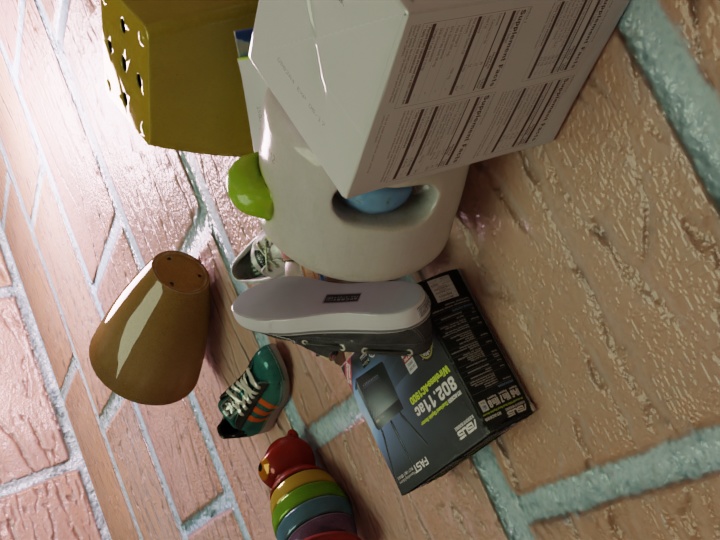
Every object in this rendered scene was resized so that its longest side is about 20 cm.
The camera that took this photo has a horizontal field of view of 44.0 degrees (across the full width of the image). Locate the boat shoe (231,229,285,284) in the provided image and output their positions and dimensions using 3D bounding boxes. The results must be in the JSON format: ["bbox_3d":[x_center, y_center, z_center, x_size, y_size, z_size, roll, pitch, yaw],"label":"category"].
[{"bbox_3d":[-0.100,-0.016,1.080,0.200,0.066,0.075,-36,74,59],"label":"boat shoe"}]

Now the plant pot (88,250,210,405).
[{"bbox_3d":[-0.312,0.074,1.394,0.187,0.184,0.202,53,131,30],"label":"plant pot"}]

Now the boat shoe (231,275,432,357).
[{"bbox_3d":[-0.025,0.049,0.810,0.196,0.070,0.067,-3,123,23],"label":"boat shoe"}]

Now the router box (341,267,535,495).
[{"bbox_3d":[0.067,0.115,0.871,0.152,0.061,0.200,62,148,18],"label":"router box"}]

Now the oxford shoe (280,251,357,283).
[{"bbox_3d":[0.000,0.000,0.896,0.198,0.070,0.076,-3,95,46],"label":"oxford shoe"}]

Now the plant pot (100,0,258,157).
[{"bbox_3d":[-0.185,-0.245,1.002,0.200,0.174,0.203,47,141,37],"label":"plant pot"}]

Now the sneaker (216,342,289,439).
[{"bbox_3d":[-0.155,0.181,1.257,0.072,0.079,0.202,55,145,28],"label":"sneaker"}]

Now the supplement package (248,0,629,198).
[{"bbox_3d":[0.051,-0.175,0.617,0.153,0.197,0.152,56,146,26],"label":"supplement package"}]

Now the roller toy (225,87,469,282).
[{"bbox_3d":[0.004,-0.098,0.756,0.181,0.200,0.141,29,133,19],"label":"roller toy"}]

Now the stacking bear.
[{"bbox_3d":[-0.075,0.304,1.161,0.201,0.112,0.123,60,140,42],"label":"stacking bear"}]

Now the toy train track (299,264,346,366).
[{"bbox_3d":[-0.050,0.026,0.869,0.113,0.033,0.202,21,141,34],"label":"toy train track"}]

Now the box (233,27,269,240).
[{"bbox_3d":[-0.053,-0.142,0.884,0.047,0.121,0.204,8,113,42],"label":"box"}]
